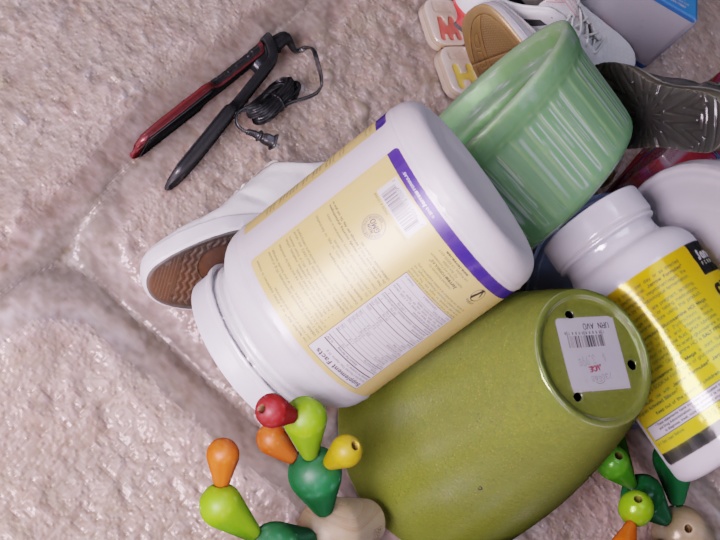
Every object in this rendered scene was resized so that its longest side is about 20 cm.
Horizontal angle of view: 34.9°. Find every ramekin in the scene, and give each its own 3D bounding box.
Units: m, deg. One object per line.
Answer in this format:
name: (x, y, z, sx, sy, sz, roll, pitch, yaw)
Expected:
ramekin: (0.304, 0.002, 0.898, 0.094, 0.202, 0.204, -22, 79, -31)
ramekin: (0.119, -0.092, 0.907, 0.098, 0.199, 0.201, 45, 56, -11)

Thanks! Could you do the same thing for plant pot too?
plant pot: (0.107, 0.092, 0.811, 0.185, 0.200, 0.189, 11, 63, -22)

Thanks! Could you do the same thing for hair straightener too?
hair straightener: (-0.092, -0.124, 0.909, 0.077, 0.041, 0.200, 45, 51, -3)

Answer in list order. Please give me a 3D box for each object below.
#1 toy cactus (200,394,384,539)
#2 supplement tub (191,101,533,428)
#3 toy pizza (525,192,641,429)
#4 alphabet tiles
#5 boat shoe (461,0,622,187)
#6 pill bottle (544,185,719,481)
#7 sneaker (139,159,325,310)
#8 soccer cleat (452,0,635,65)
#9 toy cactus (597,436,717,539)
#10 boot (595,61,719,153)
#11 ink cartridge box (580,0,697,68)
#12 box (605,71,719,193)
toy cactus: (-0.034, 0.175, 0.742, 0.164, 0.101, 0.203, 1, 95, -56)
supplement tub: (0.000, 0.000, 0.767, 0.146, 0.199, 0.146, 49, 15, -18)
toy pizza: (0.224, 0.034, 0.981, 0.198, 0.032, 0.203, 3, 83, -21)
alphabet tiles: (0.151, -0.212, 1.082, 0.198, 0.015, 0.198, -7, 72, -30)
boat shoe: (0.168, -0.166, 1.025, 0.200, 0.071, 0.069, 50, 58, -17)
pill bottle: (0.225, 0.043, 0.844, 0.112, 0.113, 0.201, -24, 74, -33)
sneaker: (-0.081, -0.033, 0.864, 0.198, 0.073, 0.085, -20, 43, -24)
soccer cleat: (0.178, -0.229, 1.043, 0.198, 0.085, 0.069, 19, 60, -19)
toy cactus: (0.226, 0.194, 0.906, 0.165, 0.102, 0.202, 42, 53, -29)
boot: (0.312, -0.138, 0.972, 0.198, 0.181, 0.073, -12, 118, -33)
ink cartridge box: (0.253, -0.324, 1.135, 0.145, 0.084, 0.202, 24, 54, -17)
box: (0.330, -0.103, 1.077, 0.103, 0.095, 0.200, 47, 56, -1)
